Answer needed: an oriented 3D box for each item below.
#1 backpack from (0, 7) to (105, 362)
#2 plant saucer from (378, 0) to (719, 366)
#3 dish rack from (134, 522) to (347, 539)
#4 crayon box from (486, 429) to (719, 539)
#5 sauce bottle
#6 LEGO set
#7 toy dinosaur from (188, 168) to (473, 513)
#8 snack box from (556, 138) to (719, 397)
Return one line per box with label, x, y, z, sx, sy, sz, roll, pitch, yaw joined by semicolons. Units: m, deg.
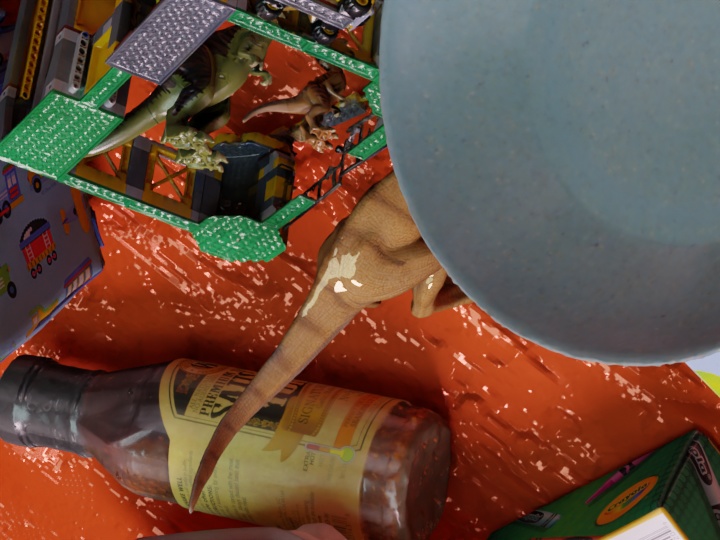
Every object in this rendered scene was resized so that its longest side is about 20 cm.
backpack;-0.199;-0.064;0.854;0.134;0.183;0.200;-4;106;20
plant saucer;0.093;-0.070;0.654;0.201;0.039;0.201;-5;82;40
dish rack;-0.017;0.163;0.930;0.172;0.044;0.200;43;155;-16
crayon box;0.146;0.175;0.890;0.119;0.058;0.200;-32;101;38
sauce bottle;-0.062;0.072;0.930;0.200;0.066;0.066;9;123;20
LEGO set;-0.045;-0.099;0.804;0.154;0.116;0.200;16;151;-18
toy dinosaur;0.000;0.000;0.821;0.060;0.106;0.200;39;95;24
snack box;0.191;-0.015;0.704;0.200;0.068;0.169;-19;132;39
